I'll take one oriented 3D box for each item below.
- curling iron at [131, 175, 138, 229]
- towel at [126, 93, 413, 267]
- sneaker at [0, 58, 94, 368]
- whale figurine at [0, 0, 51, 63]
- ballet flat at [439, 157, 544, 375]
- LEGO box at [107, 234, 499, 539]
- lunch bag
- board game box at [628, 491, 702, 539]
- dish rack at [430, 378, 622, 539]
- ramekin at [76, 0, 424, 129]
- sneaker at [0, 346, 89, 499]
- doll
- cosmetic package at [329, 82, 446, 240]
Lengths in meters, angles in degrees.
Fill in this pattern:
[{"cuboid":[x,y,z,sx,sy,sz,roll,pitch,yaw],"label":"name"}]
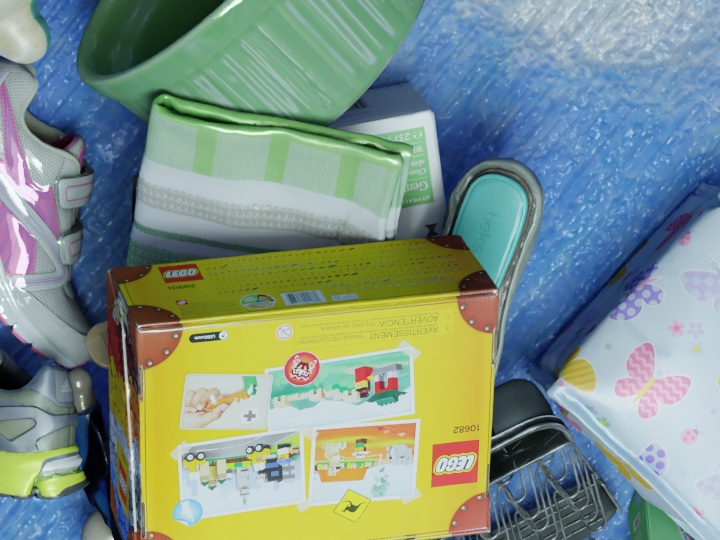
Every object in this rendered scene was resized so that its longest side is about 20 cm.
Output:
[{"cuboid":[-0.138,0.041,1.742,0.049,0.026,0.201,4,106,-10],"label":"curling iron"},{"cuboid":[-0.056,-0.006,1.600,0.148,0.031,0.200,9,137,-1],"label":"towel"},{"cuboid":[-0.191,-0.036,1.685,0.088,0.081,0.201,-25,112,-2],"label":"sneaker"},{"cuboid":[-0.202,-0.194,1.600,0.199,0.104,0.160,-12,111,34],"label":"whale figurine"},{"cuboid":[0.056,0.031,1.655,0.067,0.064,0.201,24,97,8],"label":"ballet flat"},{"cuboid":[-0.031,0.071,1.551,0.199,0.077,0.150,-5,116,-14],"label":"LEGO box"},{"cuboid":[0.226,0.075,1.734,0.200,0.127,0.170,42,91,-5],"label":"lunch bag"},{"cuboid":[0.233,0.218,1.745,0.134,0.200,0.029,15,126,-10],"label":"board game box"},{"cuboid":[0.076,0.148,1.735,0.153,0.055,0.200,-27,142,8],"label":"dish rack"},{"cuboid":[-0.054,-0.147,1.611,0.200,0.200,0.098,-43,114,7],"label":"ramekin"},{"cuboid":[-0.243,0.076,1.690,0.199,0.074,0.081,10,98,25],"label":"sneaker"},{"cuboid":[-0.135,0.107,1.677,0.048,0.137,0.200,-26,150,-27],"label":"doll"},{"cuboid":[0.000,0.000,1.714,0.107,0.085,0.201,-11,107,-6],"label":"cosmetic package"}]
